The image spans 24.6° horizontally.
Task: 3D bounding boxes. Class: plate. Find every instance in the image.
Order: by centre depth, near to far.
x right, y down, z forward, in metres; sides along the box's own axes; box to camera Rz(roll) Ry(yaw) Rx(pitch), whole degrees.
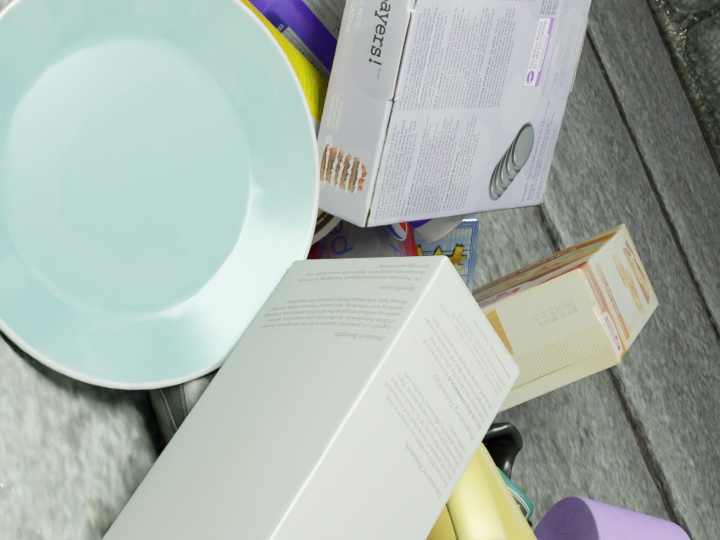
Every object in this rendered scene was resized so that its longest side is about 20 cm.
[{"bbox_3d":[-0.107,-0.045,0.782,0.198,0.025,0.203,0,90,-34],"label":"plate"}]

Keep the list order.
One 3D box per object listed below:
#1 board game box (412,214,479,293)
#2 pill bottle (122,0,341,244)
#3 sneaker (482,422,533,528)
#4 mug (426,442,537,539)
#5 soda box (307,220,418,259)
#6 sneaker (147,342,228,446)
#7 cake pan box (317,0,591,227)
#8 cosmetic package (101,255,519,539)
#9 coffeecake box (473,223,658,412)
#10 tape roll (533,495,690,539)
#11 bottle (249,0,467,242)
[{"bbox_3d":[0.049,-0.090,1.178,0.200,0.061,0.202,106,-20,-63],"label":"board game box"},{"bbox_3d":[-0.085,-0.094,0.896,0.200,0.108,0.110,41,33,-51],"label":"pill bottle"},{"bbox_3d":[0.067,0.168,1.045,0.072,0.079,0.201,54,24,-31],"label":"sneaker"},{"bbox_3d":[0.043,0.152,0.886,0.148,0.187,0.154,13,45,-39],"label":"mug"},{"bbox_3d":[0.000,0.000,1.076,0.070,0.063,0.202,30,42,-57],"label":"soda box"},{"bbox_3d":[-0.060,0.042,0.878,0.091,0.066,0.200,66,23,-11],"label":"sneaker"},{"bbox_3d":[0.060,-0.129,0.924,0.183,0.052,0.202,-13,120,-53],"label":"cake pan box"},{"bbox_3d":[-0.025,0.091,0.749,0.085,0.107,0.201,54,54,-32],"label":"cosmetic package"},{"bbox_3d":[0.126,0.042,1.217,0.074,0.152,0.200,65,20,-2],"label":"coffeecake box"},{"bbox_3d":[0.132,0.240,0.980,0.065,0.201,0.201,15,39,-10],"label":"tape roll"},{"bbox_3d":[-0.006,-0.105,1.021,0.200,0.083,0.065,47,60,-11],"label":"bottle"}]
